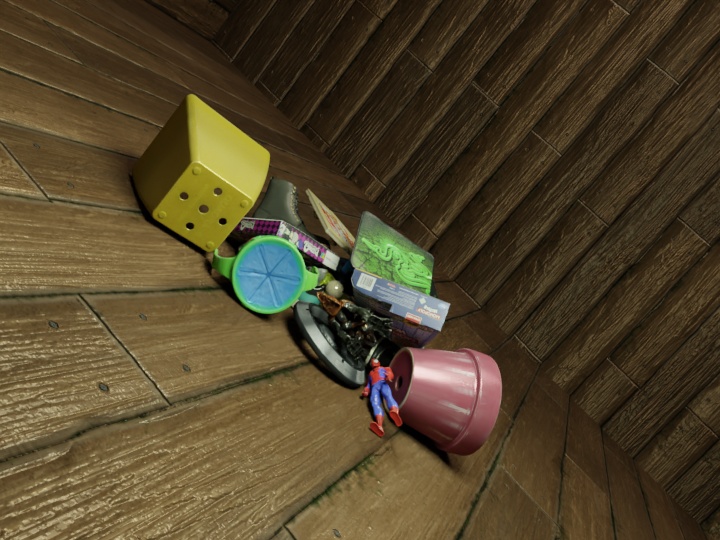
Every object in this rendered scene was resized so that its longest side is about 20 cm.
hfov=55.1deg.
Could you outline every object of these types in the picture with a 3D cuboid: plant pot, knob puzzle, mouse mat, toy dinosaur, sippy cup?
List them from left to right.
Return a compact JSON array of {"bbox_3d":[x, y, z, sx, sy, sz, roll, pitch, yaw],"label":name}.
[{"bbox_3d":[-0.291,-0.158,1.269,0.198,0.200,0.178,34,21,-31],"label":"plant pot"},{"bbox_3d":[-0.174,-0.004,1.264,0.178,0.139,0.130,47,-1,-19],"label":"sippy cup"},{"bbox_3d":[-0.045,-0.071,1.535,0.220,0.030,0.220,49,8,-10],"label":"knob puzzle"},{"bbox_3d":[-0.024,0.102,1.307,0.197,0.104,0.135,15,15,-43],"label":"toy dinosaur"},{"bbox_3d":[0.070,-0.020,1.409,0.198,0.008,0.163,33,44,-19],"label":"mouse mat"},{"bbox_3d":[0.147,0.236,1.334,0.175,0.203,0.201,20,19,-19],"label":"plant pot"}]

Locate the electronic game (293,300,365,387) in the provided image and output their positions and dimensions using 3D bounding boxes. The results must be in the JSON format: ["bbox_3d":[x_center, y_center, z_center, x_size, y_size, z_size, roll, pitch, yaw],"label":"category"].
[{"bbox_3d":[-0.059,0.138,1.318,0.201,0.041,0.200,49,8,-9],"label":"electronic game"}]

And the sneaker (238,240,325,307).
[{"bbox_3d":[-0.155,-0.002,1.402,0.199,0.080,0.071,41,12,-5],"label":"sneaker"}]

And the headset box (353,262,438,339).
[{"bbox_3d":[0.086,0.074,1.561,0.093,0.172,0.202,55,-7,47],"label":"headset box"}]

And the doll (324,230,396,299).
[{"bbox_3d":[0.000,0.000,1.430,0.048,0.138,0.199,30,50,24],"label":"doll"}]

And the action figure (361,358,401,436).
[{"bbox_3d":[0.036,0.221,1.279,0.052,0.065,0.201,51,10,-19],"label":"action figure"}]

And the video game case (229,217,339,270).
[{"bbox_3d":[-0.168,-0.057,1.421,0.197,0.037,0.180,8,-16,42],"label":"video game case"}]

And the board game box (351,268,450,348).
[{"bbox_3d":[0.072,0.095,1.379,0.196,0.063,0.201,20,-23,12],"label":"board game box"}]

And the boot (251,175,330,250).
[{"bbox_3d":[-0.140,-0.122,1.508,0.196,0.141,0.078,19,-14,10],"label":"boot"}]

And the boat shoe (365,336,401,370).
[{"bbox_3d":[0.061,0.188,1.460,0.065,0.075,0.199,33,1,15],"label":"boat shoe"}]

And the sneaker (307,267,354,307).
[{"bbox_3d":[-0.080,0.042,1.556,0.201,0.075,0.105,50,0,8],"label":"sneaker"}]

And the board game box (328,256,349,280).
[{"bbox_3d":[-0.051,-0.002,1.630,0.197,0.037,0.150,14,-11,40],"label":"board game box"}]
